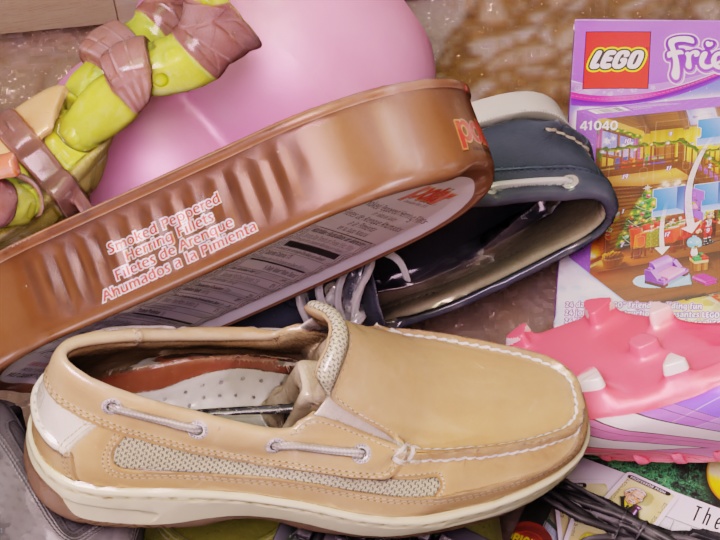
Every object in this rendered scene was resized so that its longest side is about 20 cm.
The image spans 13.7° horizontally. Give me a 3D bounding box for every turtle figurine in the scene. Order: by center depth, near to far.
[{"bbox_3d":[-0.109,-0.044,1.047,0.161,0.200,0.064,-42,99,-2],"label":"turtle figurine"}]

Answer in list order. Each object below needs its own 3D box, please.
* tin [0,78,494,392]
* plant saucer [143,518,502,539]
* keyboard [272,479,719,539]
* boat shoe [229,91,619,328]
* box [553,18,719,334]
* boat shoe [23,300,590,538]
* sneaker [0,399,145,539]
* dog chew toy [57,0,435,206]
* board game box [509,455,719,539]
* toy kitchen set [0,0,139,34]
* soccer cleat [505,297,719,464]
[{"bbox_3d":[-0.048,-0.009,1.020,0.199,0.112,0.042,-24,83,13],"label":"tin"},{"bbox_3d":[-0.048,0.093,1.085,0.198,0.031,0.201,-2,39,2],"label":"plant saucer"},{"bbox_3d":[0.068,0.116,1.043,0.199,0.021,0.127,26,50,-3],"label":"keyboard"},{"bbox_3d":[0.000,0.000,1.107,0.199,0.075,0.062,-20,45,-13],"label":"boat shoe"},{"bbox_3d":[0.177,-0.029,1.152,0.198,0.039,0.138,2,65,9],"label":"box"},{"bbox_3d":[-0.011,0.045,1.006,0.199,0.076,0.072,-4,49,-19],"label":"boat shoe"},{"bbox_3d":[-0.160,0.077,1.046,0.199,0.067,0.091,20,52,20],"label":"sneaker"},{"bbox_3d":[-0.067,-0.045,1.155,0.200,0.125,0.125,-42,65,-4],"label":"dog chew toy"},{"bbox_3d":[0.155,0.114,1.094,0.199,0.024,0.105,19,65,17],"label":"board game box"},{"bbox_3d":[-0.065,-0.216,1.201,0.198,0.181,0.164,-5,62,1],"label":"toy kitchen set"},{"bbox_3d":[0.134,0.048,1.087,0.199,0.077,0.067,-12,29,17],"label":"soccer cleat"}]
